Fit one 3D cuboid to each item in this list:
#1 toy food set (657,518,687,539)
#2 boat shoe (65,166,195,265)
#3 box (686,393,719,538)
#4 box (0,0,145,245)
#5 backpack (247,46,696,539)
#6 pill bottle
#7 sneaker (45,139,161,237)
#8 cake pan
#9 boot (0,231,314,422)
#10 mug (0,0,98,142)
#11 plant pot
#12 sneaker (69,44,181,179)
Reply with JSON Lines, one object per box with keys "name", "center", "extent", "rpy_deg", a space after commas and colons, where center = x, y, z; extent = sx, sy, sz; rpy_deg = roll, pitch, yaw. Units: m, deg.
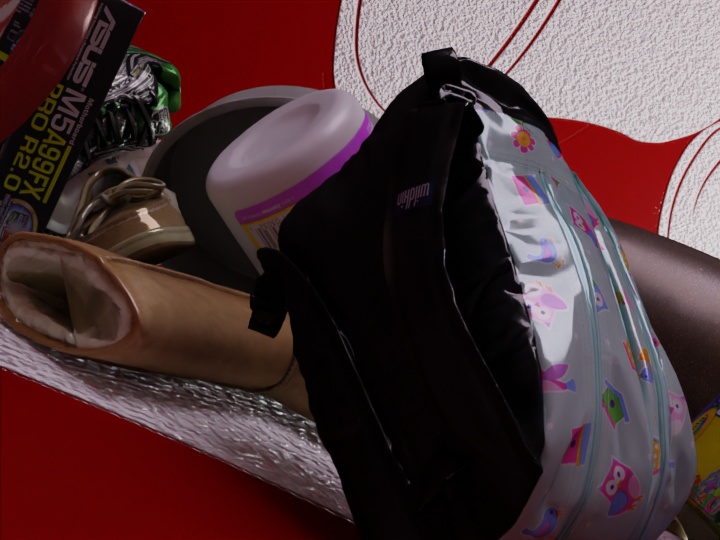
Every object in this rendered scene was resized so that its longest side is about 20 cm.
{"name": "toy food set", "center": [0.123, 0.139, 0.694], "extent": [0.199, 0.049, 0.198], "rpy_deg": [24, 5, -40]}
{"name": "boat shoe", "center": [-0.140, -0.030, 0.812], "extent": [0.201, 0.073, 0.064], "rpy_deg": [-143, -151, -82]}
{"name": "box", "center": [0.293, 0.109, 0.709], "extent": [0.193, 0.200, 0.122], "rpy_deg": [47, 2, -6]}
{"name": "box", "center": [-0.216, -0.106, 0.816], "extent": [0.044, 0.161, 0.200], "rpy_deg": [23, 4, -39]}
{"name": "backpack", "center": [0.049, 0.034, 0.581], "extent": [0.126, 0.167, 0.201], "rpy_deg": [8, 48, -33]}
{"name": "pill bottle", "center": [0.000, 0.000, 0.837], "extent": [0.201, 0.104, 0.104], "rpy_deg": [58, -8, -22]}
{"name": "sneaker", "center": [-0.195, -0.074, 0.995], "extent": [0.070, 0.094, 0.200], "rpy_deg": [28, 4, 22]}
{"name": "cake pan", "center": [-0.045, -0.041, 0.925], "extent": [0.199, 0.201, 0.037], "rpy_deg": [25, 41, -15]}
{"name": "boot", "center": [-0.057, 0.042, 0.692], "extent": [0.174, 0.067, 0.200], "rpy_deg": [14, -4, 33]}
{"name": "mug", "center": [-0.204, -0.101, 0.560], "extent": [0.133, 0.201, 0.177], "rpy_deg": [24, 5, -31]}
{"name": "plant pot", "center": [0.173, 0.051, 0.888], "extent": [0.199, 0.188, 0.187], "rpy_deg": [37, 5, 3]}
{"name": "sneaker", "center": [-0.170, -0.108, 0.915], "extent": [0.084, 0.079, 0.200], "rpy_deg": [12, 29, 5]}
